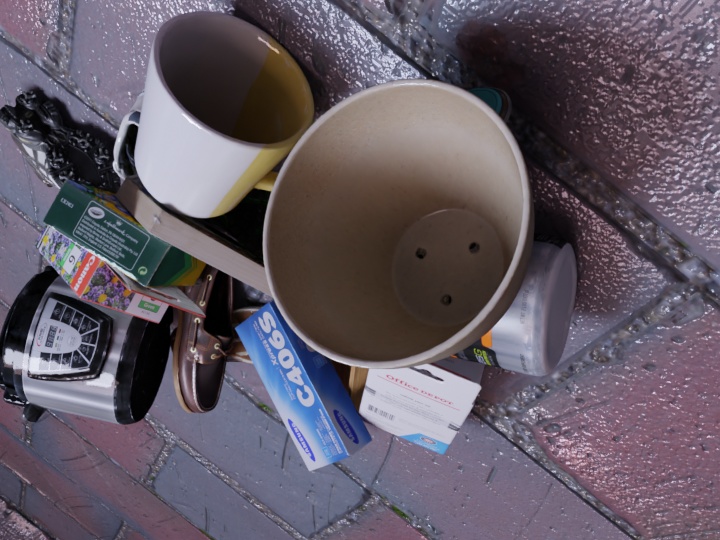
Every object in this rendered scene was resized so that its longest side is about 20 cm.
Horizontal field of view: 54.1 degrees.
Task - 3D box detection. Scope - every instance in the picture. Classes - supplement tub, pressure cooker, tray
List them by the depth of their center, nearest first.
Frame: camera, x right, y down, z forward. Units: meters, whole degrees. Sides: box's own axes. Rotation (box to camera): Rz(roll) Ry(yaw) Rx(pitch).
[{"bbox_3d":[0.090,0.018,0.657,0.197,0.123,0.124,9,133,29],"label":"supplement tub"},{"bbox_3d":[-0.354,0.095,0.892,0.196,0.177,0.181,13,121,0],"label":"pressure cooker"},{"bbox_3d":[-0.034,0.139,0.905,0.098,0.037,0.202,42,144,29],"label":"tray"}]

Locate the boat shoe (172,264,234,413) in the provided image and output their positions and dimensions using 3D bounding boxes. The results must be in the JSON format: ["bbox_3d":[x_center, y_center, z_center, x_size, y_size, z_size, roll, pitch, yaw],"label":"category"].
[{"bbox_3d":[-0.196,0.083,0.903,0.069,0.070,0.204,0,92,26],"label":"boat shoe"}]

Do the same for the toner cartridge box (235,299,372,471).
[{"bbox_3d":[-0.072,0.136,0.857,0.095,0.043,0.202,-34,83,48],"label":"toner cartridge box"}]

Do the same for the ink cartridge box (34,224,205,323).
[{"bbox_3d":[-0.268,0.011,0.779,0.199,0.051,0.108,34,-177,39],"label":"ink cartridge box"}]

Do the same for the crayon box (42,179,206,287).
[{"bbox_3d":[-0.243,-0.036,0.782,0.125,0.052,0.200,31,180,2],"label":"crayon box"}]

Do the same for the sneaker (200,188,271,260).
[{"bbox_3d":[-0.132,-0.073,0.788,0.198,0.079,0.085,33,176,-5],"label":"sneaker"}]

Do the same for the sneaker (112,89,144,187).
[{"bbox_3d":[-0.253,-0.127,0.809,0.072,0.071,0.201,34,142,3],"label":"sneaker"}]

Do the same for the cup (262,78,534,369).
[{"bbox_3d":[0.046,-0.019,0.537,0.197,0.204,0.143,10,171,28],"label":"cup"}]

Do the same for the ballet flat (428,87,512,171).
[{"bbox_3d":[0.062,-0.103,0.625,0.063,0.069,0.198,29,150,-36],"label":"ballet flat"}]

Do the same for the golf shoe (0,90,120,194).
[{"bbox_3d":[-0.364,-0.134,0.884,0.200,0.077,0.095,45,154,15],"label":"golf shoe"}]

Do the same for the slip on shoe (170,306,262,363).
[{"bbox_3d":[-0.164,0.091,0.962,0.197,0.060,0.078,-11,88,23],"label":"slip on shoe"}]

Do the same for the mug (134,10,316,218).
[{"bbox_3d":[-0.127,-0.117,0.662,0.186,0.150,0.153,39,136,-6],"label":"mug"}]

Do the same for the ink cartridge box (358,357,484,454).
[{"bbox_3d":[0.068,0.120,0.775,0.114,0.069,0.201,21,148,7],"label":"ink cartridge box"}]

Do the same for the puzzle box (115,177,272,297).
[{"bbox_3d":[-0.157,-0.027,0.758,0.199,0.026,0.133,32,-179,-39],"label":"puzzle box"}]
